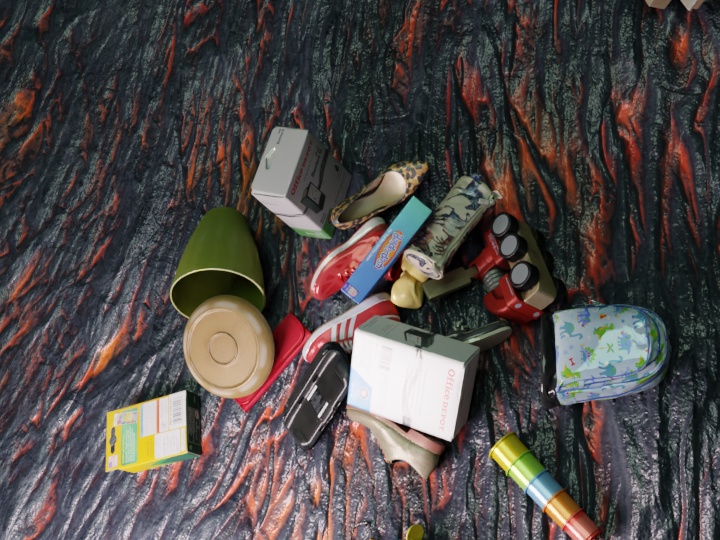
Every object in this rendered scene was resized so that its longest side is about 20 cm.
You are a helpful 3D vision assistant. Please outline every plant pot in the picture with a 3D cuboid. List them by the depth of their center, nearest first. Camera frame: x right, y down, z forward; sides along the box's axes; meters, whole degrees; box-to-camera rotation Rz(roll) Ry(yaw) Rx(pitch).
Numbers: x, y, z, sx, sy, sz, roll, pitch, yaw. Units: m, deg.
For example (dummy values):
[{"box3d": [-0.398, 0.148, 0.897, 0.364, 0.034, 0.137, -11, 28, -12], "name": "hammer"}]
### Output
[{"box3d": [-0.260, 0.149, 1.615, 0.198, 0.027, 0.202, 2, 95, 19], "name": "plant pot"}, {"box3d": [-0.279, -0.023, 1.696, 0.186, 0.187, 0.201, -18, 48, 20], "name": "plant pot"}]

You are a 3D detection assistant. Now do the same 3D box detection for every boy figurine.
[{"box3d": [0.121, -0.022, 1.530, 0.124, 0.064, 0.202, 12, 75, 62], "name": "boy figurine"}]

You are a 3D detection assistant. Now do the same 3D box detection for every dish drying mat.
[{"box3d": [-0.181, 0.178, 1.640, 0.200, 0.018, 0.077, -50, 56, 2], "name": "dish drying mat"}]

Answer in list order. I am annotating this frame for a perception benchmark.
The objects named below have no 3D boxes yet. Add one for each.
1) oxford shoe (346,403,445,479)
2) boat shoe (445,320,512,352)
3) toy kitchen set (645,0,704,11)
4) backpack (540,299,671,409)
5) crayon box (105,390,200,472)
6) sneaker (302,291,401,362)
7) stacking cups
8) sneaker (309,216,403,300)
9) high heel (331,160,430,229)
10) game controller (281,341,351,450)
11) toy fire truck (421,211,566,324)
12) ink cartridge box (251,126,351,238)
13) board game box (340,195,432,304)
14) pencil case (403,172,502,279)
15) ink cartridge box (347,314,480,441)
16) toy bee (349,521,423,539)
[{"box3d": [0.047, 0.290, 1.447, 0.199, 0.070, 0.075, 22, 88, 34], "name": "oxford shoe"}, {"box3d": [0.164, 0.117, 1.455, 0.199, 0.073, 0.063, -24, 64, 22], "name": "boat shoe"}, {"box3d": [0.629, -0.535, 1.481, 0.201, 0.179, 0.164, -58, 41, 45], "name": "toy kitchen set"}, {"box3d": [0.381, 0.126, 1.310, 0.198, 0.154, 0.165, 1, 63, 14], "name": "backpack"}, {"box3d": [-0.415, 0.326, 1.682, 0.198, 0.052, 0.127, -17, 63, 20], "name": "crayon box"}, {"box3d": [-0.009, 0.136, 1.537, 0.199, 0.071, 0.113, -35, 55, 8], "name": "sneaker"}, {"box3d": [0.288, 0.345, 1.312, 0.061, 0.060, 0.200, -45, 62, 4], "name": "stacking cups"}, {"box3d": [0.000, 0.000, 1.585, 0.200, 0.078, 0.116, -48, 55, 4], "name": "sneaker"}, {"box3d": [0.039, -0.141, 1.582, 0.199, 0.143, 0.072, -28, 100, 25], "name": "high heel"}, {"box3d": [-0.076, 0.228, 1.516, 0.104, 0.042, 0.201, 46, 117, 31], "name": "game controller"}, {"box3d": [0.222, 0.020, 1.444, 0.200, 0.128, 0.177, -44, 41, 30], "name": "toy fire truck"}, {"box3d": [-0.111, -0.168, 1.636, 0.083, 0.200, 0.147, 10, 75, 29], "name": "ink cartridge box"}, {"box3d": [0.050, -0.038, 1.469, 0.045, 0.152, 0.201, 38, 97, 3], "name": "board game box"}, {"box3d": [0.156, -0.074, 1.443, 0.201, 0.078, 0.089, -52, 27, -21], "name": "pencil case"}, {"box3d": [0.088, 0.178, 1.411, 0.198, 0.084, 0.147, 16, 112, 23], "name": "ink cartridge box"}, {"box3d": [0.045, 0.473, 1.349, 0.198, 0.109, 0.132, -4, 70, 26], "name": "toy bee"}]
